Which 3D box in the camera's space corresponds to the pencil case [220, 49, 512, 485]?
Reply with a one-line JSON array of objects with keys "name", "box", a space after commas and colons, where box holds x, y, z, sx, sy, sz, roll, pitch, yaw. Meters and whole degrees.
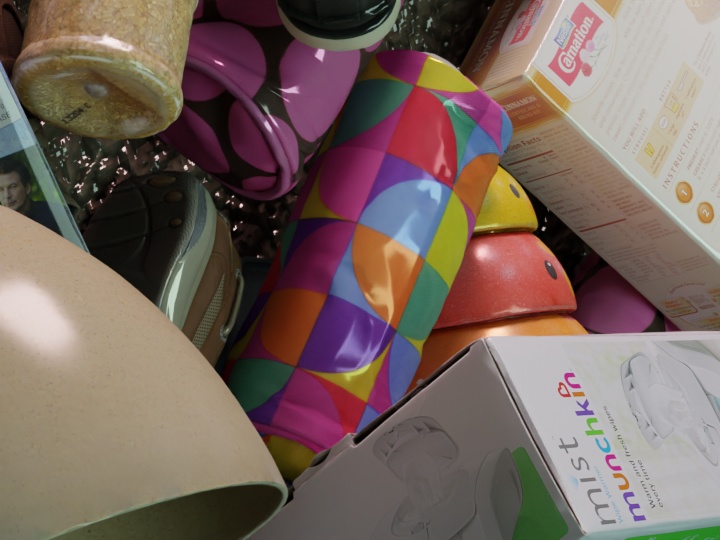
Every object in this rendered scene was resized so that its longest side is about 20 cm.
[{"name": "pencil case", "box": [0.000, 0.000, 1.190, 0.088, 0.088, 0.201, 46, 60, -45]}]

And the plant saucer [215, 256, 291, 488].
[{"name": "plant saucer", "box": [-0.049, 0.094, 1.244, 0.070, 0.019, 0.201, 3, 93, -51]}]

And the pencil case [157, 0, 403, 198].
[{"name": "pencil case", "box": [-0.025, -0.134, 1.172, 0.093, 0.091, 0.201, 31, 65, -6]}]

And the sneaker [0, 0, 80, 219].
[{"name": "sneaker", "box": [-0.137, -0.024, 1.068, 0.070, 0.075, 0.201, -19, 111, -48]}]

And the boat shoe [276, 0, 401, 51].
[{"name": "boat shoe", "box": [-0.015, -0.191, 1.115, 0.063, 0.073, 0.202, 84, 0, -61]}]

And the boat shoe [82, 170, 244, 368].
[{"name": "boat shoe", "box": [-0.098, 0.058, 1.134, 0.072, 0.075, 0.201, 45, 64, -47]}]

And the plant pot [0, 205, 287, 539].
[{"name": "plant pot", "box": [-0.141, 0.055, 0.933, 0.200, 0.200, 0.135, -9, 71, -50]}]

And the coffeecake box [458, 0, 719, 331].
[{"name": "coffeecake box", "box": [0.157, -0.084, 1.364, 0.200, 0.073, 0.154, 41, 59, -22]}]

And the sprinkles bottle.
[{"name": "sprinkles bottle", "box": [-0.090, -0.154, 1.071, 0.068, 0.068, 0.201, 38, 51, -47]}]

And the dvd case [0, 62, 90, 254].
[{"name": "dvd case", "box": [-0.163, 0.029, 1.015, 0.142, 0.018, 0.201, -28, 110, -13]}]

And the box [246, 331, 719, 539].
[{"name": "box", "box": [0.056, 0.114, 1.134, 0.176, 0.200, 0.097, 0, 56, -51]}]

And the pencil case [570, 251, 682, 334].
[{"name": "pencil case", "box": [0.114, 0.087, 1.392, 0.094, 0.091, 0.201, 39, 63, -13]}]

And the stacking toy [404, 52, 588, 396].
[{"name": "stacking toy", "box": [0.043, -0.005, 1.277, 0.146, 0.146, 0.201, -7, 86, -50]}]
